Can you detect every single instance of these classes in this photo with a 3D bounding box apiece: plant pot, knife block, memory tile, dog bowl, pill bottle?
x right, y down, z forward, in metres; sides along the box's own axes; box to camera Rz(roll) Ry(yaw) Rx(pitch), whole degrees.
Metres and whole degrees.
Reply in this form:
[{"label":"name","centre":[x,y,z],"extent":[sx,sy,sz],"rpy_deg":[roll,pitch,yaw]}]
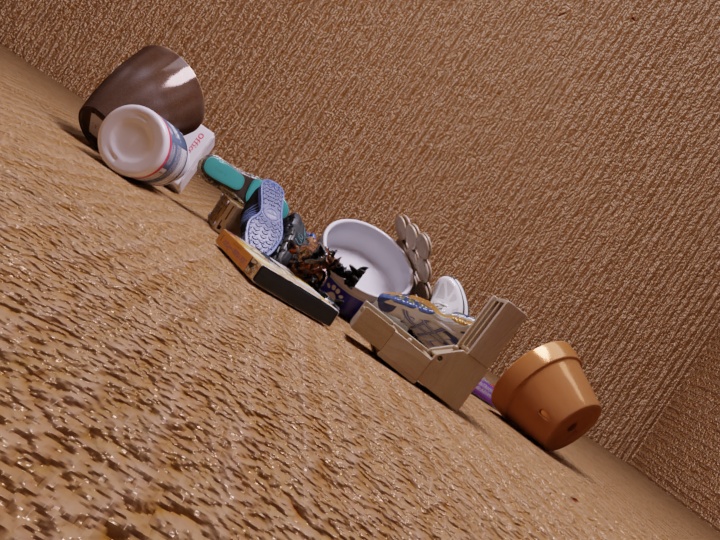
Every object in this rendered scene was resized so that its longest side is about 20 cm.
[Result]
[{"label":"plant pot","centre":[-0.438,-0.313,1.321],"extent":[0.186,0.188,0.200],"rpy_deg":[34,45,7]},{"label":"knife block","centre":[-0.215,-0.079,1.365],"extent":[0.175,0.064,0.200],"rpy_deg":[33,1,-21]},{"label":"plant pot","centre":[0.382,0.260,1.357],"extent":[0.200,0.200,0.140],"rpy_deg":[32,17,-48]},{"label":"memory tile","centre":[0.106,0.001,1.357],"extent":[0.017,0.202,0.153],"rpy_deg":[-12,27,-19]},{"label":"dog bowl","centre":[0.000,0.000,1.311],"extent":[0.199,0.079,0.201],"rpy_deg":[22,39,-19]},{"label":"pill bottle","centre":[-0.373,-0.214,1.210],"extent":[0.119,0.120,0.200],"rpy_deg":[33,1,0]}]

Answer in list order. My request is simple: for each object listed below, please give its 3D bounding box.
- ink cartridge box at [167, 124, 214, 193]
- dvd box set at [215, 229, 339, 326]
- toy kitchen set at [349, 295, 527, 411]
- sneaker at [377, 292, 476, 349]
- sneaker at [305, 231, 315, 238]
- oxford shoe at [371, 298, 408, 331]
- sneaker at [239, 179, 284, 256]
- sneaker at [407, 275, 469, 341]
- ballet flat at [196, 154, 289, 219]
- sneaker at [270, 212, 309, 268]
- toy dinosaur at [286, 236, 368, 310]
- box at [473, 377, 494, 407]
[{"label":"ink cartridge box","centre":[-0.441,-0.288,1.496],"extent":[0.199,0.145,0.084],"rpy_deg":[34,-13,-5]},{"label":"dvd box set","centre":[-0.129,0.007,1.019],"extent":[0.146,0.030,0.200],"rpy_deg":[33,1,-30]},{"label":"toy kitchen set","centre":[0.110,0.076,1.065],"extent":[0.199,0.181,0.163],"rpy_deg":[38,0,-3]},{"label":"sneaker","centre":[0.113,0.102,1.151],"extent":[0.199,0.089,0.075],"rpy_deg":[21,14,12]},{"label":"sneaker","centre":[-0.142,-0.051,1.406],"extent":[0.075,0.079,0.200],"rpy_deg":[15,4,10]},{"label":"oxford shoe","centre":[0.080,0.116,1.260],"extent":[0.200,0.075,0.070],"rpy_deg":[34,-1,-44]},{"label":"sneaker","centre":[-0.182,-0.075,1.213],"extent":[0.070,0.078,0.201],"rpy_deg":[28,39,-19]},{"label":"sneaker","centre":[0.137,0.095,1.240],"extent":[0.075,0.202,0.115],"rpy_deg":[-10,-24,38]},{"label":"ballet flat","centre":[-0.230,-0.160,1.332],"extent":[0.199,0.068,0.075],"rpy_deg":[31,-14,-20]},{"label":"sneaker","centre":[-0.125,-0.040,1.247],"extent":[0.080,0.075,0.200],"rpy_deg":[55,20,-19]},{"label":"toy dinosaur","centre":[-0.069,-0.004,1.155],"extent":[0.135,0.102,0.200],"rpy_deg":[36,3,0]},{"label":"box","centre":[0.237,0.237,1.564],"extent":[0.136,0.039,0.200],"rpy_deg":[33,1,-11]}]
